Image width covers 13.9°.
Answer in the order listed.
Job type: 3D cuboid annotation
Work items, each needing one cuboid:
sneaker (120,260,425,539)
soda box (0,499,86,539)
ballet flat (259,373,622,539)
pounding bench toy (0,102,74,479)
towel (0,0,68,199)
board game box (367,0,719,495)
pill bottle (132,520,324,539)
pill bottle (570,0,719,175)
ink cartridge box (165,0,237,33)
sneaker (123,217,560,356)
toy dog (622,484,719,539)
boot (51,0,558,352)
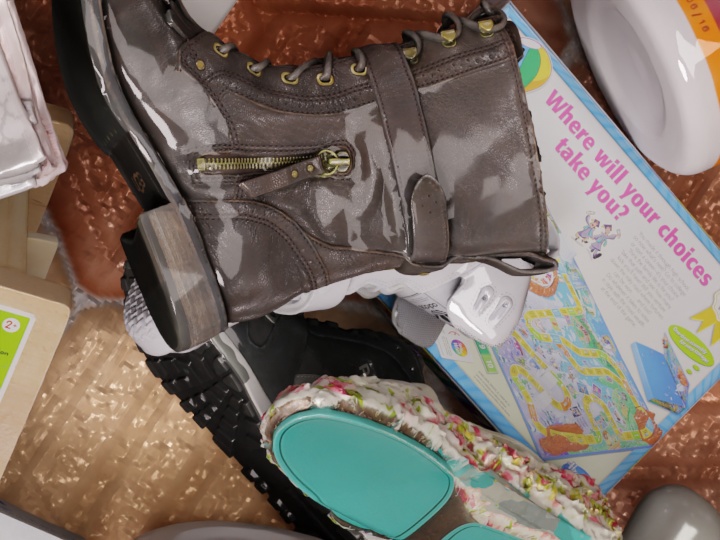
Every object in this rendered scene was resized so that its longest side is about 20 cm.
[{"bbox_3d":[-0.023,0.048,1.309,0.088,0.076,0.200,-46,110,-23],"label":"sneaker"},{"bbox_3d":[-0.209,0.108,1.252,0.200,0.068,0.064,26,87,-18],"label":"soda box"},{"bbox_3d":[0.034,0.087,1.272,0.200,0.064,0.076,33,127,-32],"label":"ballet flat"},{"bbox_3d":[-0.227,-0.010,1.180,0.200,0.156,0.124,16,123,-16],"label":"pounding bench toy"},{"bbox_3d":[-0.228,-0.090,1.063,0.200,0.032,0.191,-20,90,2],"label":"towel"},{"bbox_3d":[0.078,-0.004,1.341,0.134,0.034,0.200,-44,106,-7],"label":"board game box"},{"bbox_3d":[-0.059,0.216,1.283,0.112,0.112,0.201,3,100,-17],"label":"pill bottle"},{"bbox_3d":[0.204,-0.131,1.321,0.200,0.113,0.113,-26,103,-12],"label":"pill bottle"},{"bbox_3d":[-0.044,-0.191,1.203,0.067,0.117,0.200,31,111,-16],"label":"ink cartridge box"},{"bbox_3d":[0.000,0.000,1.247,0.200,0.075,0.115,-39,107,-25],"label":"sneaker"},{"bbox_3d":[0.128,0.208,1.341,0.096,0.132,0.200,28,106,-5],"label":"toy dog"},{"bbox_3d":[-0.020,-0.072,1.165,0.174,0.069,0.200,-19,96,-14],"label":"boot"}]
